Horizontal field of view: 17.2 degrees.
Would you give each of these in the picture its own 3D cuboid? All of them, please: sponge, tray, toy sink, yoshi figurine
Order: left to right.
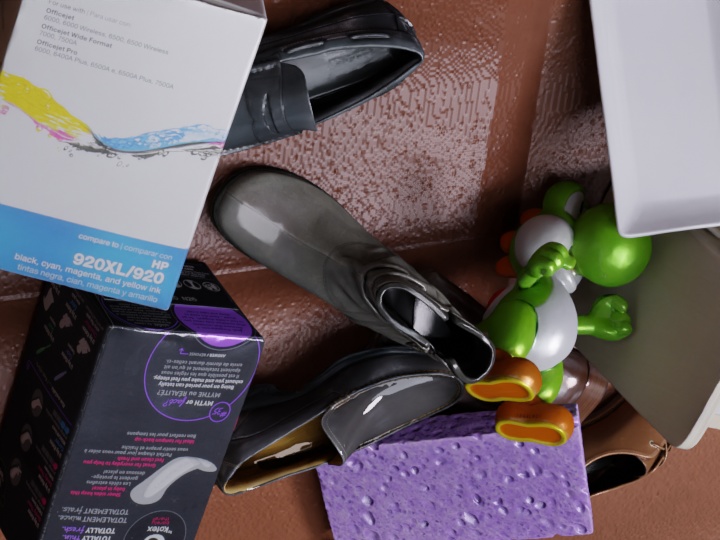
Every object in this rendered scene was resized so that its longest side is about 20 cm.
[{"bbox_3d":[0.070,0.155,1.765,0.199,0.030,0.112,-6,129,10],"label":"sponge"},{"bbox_3d":[0.150,0.020,1.688,0.112,0.201,0.112,24,147,-8],"label":"yoshi figurine"},{"bbox_3d":[0.220,-0.128,1.683,0.107,0.022,0.201,-7,93,-6],"label":"tray"},{"bbox_3d":[0.251,0.036,1.747,0.112,0.200,0.131,14,111,-34],"label":"toy sink"}]

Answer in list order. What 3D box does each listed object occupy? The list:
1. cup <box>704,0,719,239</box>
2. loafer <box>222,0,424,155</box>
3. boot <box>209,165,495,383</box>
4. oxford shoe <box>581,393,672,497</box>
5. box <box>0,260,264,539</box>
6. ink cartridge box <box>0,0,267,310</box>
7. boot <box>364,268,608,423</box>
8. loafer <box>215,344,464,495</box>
[{"bbox_3d":[0.337,-0.112,1.729,0.143,0.200,0.201,-7,126,-55],"label":"cup"},{"bbox_3d":[-0.053,-0.120,1.564,0.200,0.070,0.068,-25,127,-13],"label":"loafer"},{"bbox_3d":[0.000,0.000,1.609,0.200,0.131,0.068,33,89,-23],"label":"boot"},{"bbox_3d":[0.227,0.129,1.876,0.200,0.071,0.072,-30,127,-12],"label":"oxford shoe"},{"bbox_3d":[-0.164,0.100,1.615,0.122,0.106,0.201,6,116,-33],"label":"box"},{"bbox_3d":[-0.157,-0.109,1.442,0.144,0.147,0.201,15,113,-15],"label":"ink cartridge box"},{"bbox_3d":[0.063,0.103,1.777,0.200,0.064,0.187,24,106,-34],"label":"boot"},{"bbox_3d":[-0.017,0.111,1.694,0.199,0.072,0.073,-19,132,3],"label":"loafer"}]
